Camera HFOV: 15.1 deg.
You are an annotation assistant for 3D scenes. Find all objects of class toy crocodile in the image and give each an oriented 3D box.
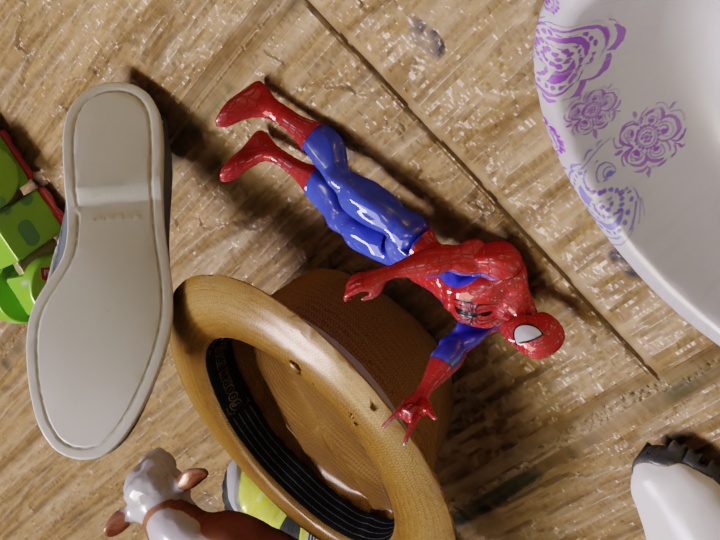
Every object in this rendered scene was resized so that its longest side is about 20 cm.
[{"bbox_3d":[-0.201,-0.029,1.576,0.200,0.062,0.067,58,152,-14],"label":"toy crocodile"}]

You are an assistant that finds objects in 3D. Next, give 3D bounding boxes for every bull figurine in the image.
[{"bbox_3d":[-0.046,0.169,1.455,0.200,0.065,0.121,34,179,32],"label":"bull figurine"}]

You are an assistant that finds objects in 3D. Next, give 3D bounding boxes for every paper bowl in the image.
[{"bbox_3d":[0.165,-0.056,0.936,0.201,0.104,0.201,34,152,21],"label":"paper bowl"}]

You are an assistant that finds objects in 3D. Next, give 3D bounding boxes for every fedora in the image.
[{"bbox_3d":[-0.009,0.064,1.386,0.201,0.082,0.201,35,152,21],"label":"fedora"}]

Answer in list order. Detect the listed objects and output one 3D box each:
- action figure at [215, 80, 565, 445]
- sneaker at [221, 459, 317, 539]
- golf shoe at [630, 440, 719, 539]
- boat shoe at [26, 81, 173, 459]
[{"bbox_3d":[0.000,0.000,1.274,0.200,0.099,0.065,31,151,23],"label":"action figure"},{"bbox_3d":[0.005,0.161,1.540,0.200,0.075,0.076,39,121,22],"label":"sneaker"},{"bbox_3d":[0.163,0.179,1.257,0.200,0.094,0.078,64,154,-1],"label":"golf shoe"},{"bbox_3d":[-0.127,0.006,1.390,0.073,0.200,0.062,1,160,5],"label":"boat shoe"}]
